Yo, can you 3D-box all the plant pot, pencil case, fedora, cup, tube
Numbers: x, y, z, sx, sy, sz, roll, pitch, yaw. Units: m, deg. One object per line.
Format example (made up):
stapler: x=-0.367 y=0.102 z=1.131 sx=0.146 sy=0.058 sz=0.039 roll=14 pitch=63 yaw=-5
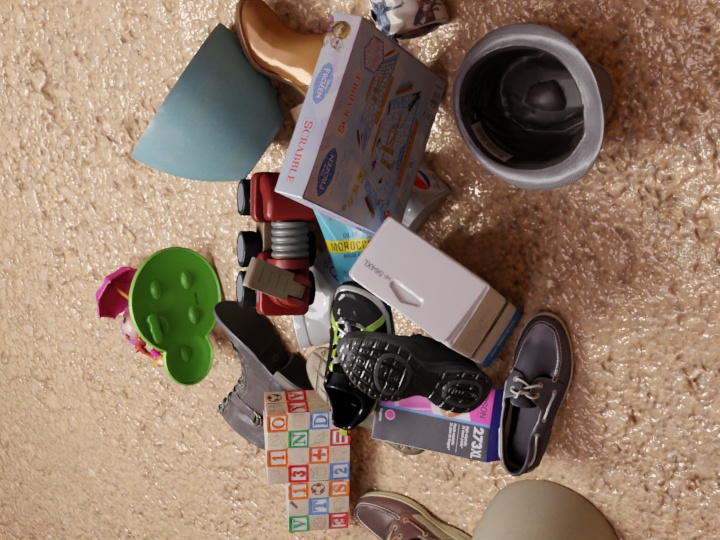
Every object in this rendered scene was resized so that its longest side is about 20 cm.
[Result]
plant pot: x=-0.176 y=-0.189 z=1.530 sx=0.135 sy=0.200 sz=0.200 roll=34 pitch=132 yaw=-9
pencil case: x=0.026 y=-0.351 z=1.352 sx=0.089 sy=0.078 sz=0.200 roll=-17 pitch=100 yaw=22
fedora: x=0.195 y=-0.180 z=1.292 sx=0.200 sy=0.090 sz=0.177 roll=-9 pitch=104 yaw=47
cup: x=0.208 y=0.383 z=1.514 sx=0.200 sy=0.143 sz=0.201 roll=17 pitch=121 yaw=31
tube: x=0.000 y=0.000 z=1.476 sx=0.077 sy=0.050 sz=0.200 roll=-8 pitch=121 yaw=9

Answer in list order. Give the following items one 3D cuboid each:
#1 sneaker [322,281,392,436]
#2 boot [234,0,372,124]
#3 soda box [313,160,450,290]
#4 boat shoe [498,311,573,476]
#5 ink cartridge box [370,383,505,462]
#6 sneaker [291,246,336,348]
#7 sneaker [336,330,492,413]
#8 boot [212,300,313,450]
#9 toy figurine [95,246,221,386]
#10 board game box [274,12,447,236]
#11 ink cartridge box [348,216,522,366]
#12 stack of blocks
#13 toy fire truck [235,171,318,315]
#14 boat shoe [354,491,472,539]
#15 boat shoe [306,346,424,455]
sneaker: x=-0.006 y=0.112 z=1.468 sx=0.072 sy=0.083 sz=0.200 roll=9 pitch=121 yaw=19
boot: x=-0.051 y=-0.263 z=1.454 sx=0.155 sy=0.077 sz=0.200 roll=-23 pitch=97 yaw=43
soda box: x=0.024 y=-0.051 z=1.505 sx=0.068 sy=0.063 sz=0.200 roll=48 pitch=132 yaw=9
boat shoe: x=0.203 y=0.150 z=1.437 sx=0.073 sy=0.063 sz=0.200 roll=14 pitch=105 yaw=17
ink cartridge box: x=0.115 y=0.180 z=1.519 sx=0.200 sy=0.037 sz=0.095 roll=9 pitch=97 yaw=18
sneaker: x=-0.058 y=-0.003 z=1.607 sx=0.085 sy=0.073 sz=0.200 roll=-11 pitch=98 yaw=6
sneaker: x=0.056 y=0.110 z=1.447 sx=0.076 sy=0.200 sz=0.091 roll=-59 pitch=28 yaw=20
boot: x=-0.165 y=0.159 z=1.750 sx=0.200 sy=0.069 sz=0.174 roll=45 pitch=131 yaw=9
toy figurine: x=-0.310 y=0.064 z=1.785 sx=0.184 sy=0.150 sz=0.200 roll=1 pitch=107 yaw=50
board game box: x=0.006 y=-0.150 z=1.331 sx=0.041 sy=0.199 sz=0.200 roll=16 pitch=86 yaw=33
ink cartridge box: x=0.091 y=0.029 z=1.395 sx=0.146 sy=0.200 sz=0.084 roll=35 pitch=91 yaw=20
stack of blocks: x=-0.074 y=0.265 z=1.695 sx=0.115 sy=0.059 sz=0.200 roll=-3 pitch=117 yaw=-7
toy fire truck: x=-0.098 y=-0.030 z=1.454 sx=0.200 sy=0.128 sz=0.176 roll=-171 pitch=82 yaw=-71
boat shoe: x=0.067 y=0.368 z=1.665 sx=0.200 sy=0.072 sz=0.072 roll=25 pitch=124 yaw=27
boat shoe: x=0.016 y=0.169 z=1.609 sx=0.200 sy=0.068 sz=0.072 roll=35 pitch=104 yaw=16
